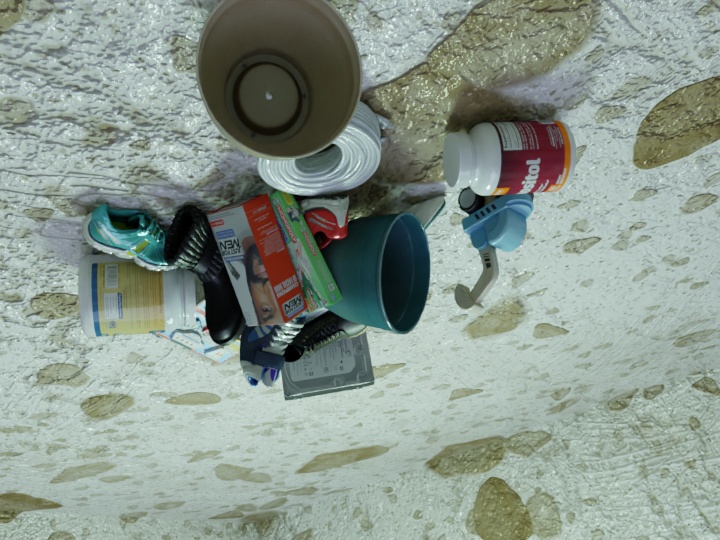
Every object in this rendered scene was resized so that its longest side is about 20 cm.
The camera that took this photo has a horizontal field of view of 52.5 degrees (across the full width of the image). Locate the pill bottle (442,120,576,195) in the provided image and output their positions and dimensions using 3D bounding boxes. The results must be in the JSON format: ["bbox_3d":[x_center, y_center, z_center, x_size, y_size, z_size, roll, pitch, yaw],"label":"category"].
[{"bbox_3d":[0.237,-0.180,1.175,0.194,0.116,0.114,-4,152,-12],"label":"pill bottle"}]

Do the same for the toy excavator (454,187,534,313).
[{"bbox_3d":[0.236,-0.049,1.323,0.192,0.205,0.099,-31,146,34],"label":"toy excavator"}]

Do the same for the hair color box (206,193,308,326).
[{"bbox_3d":[-0.172,-0.014,1.214,0.109,0.205,0.063,-7,-162,45],"label":"hair color box"}]

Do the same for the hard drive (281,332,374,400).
[{"bbox_3d":[-0.075,0.190,1.555,0.194,0.143,0.038,-7,156,-6],"label":"hard drive"}]

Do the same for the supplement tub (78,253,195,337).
[{"bbox_3d":[-0.398,0.041,1.314,0.194,0.148,0.146,-2,152,-15],"label":"supplement tub"}]

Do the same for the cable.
[{"bbox_3d":[-0.065,-0.186,1.100,0.197,0.071,0.198,-28,148,29],"label":"cable"}]

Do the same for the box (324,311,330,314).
[{"bbox_3d":[-0.105,0.077,1.570,0.194,0.081,0.142,-14,150,6],"label":"box"}]

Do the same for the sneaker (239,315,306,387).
[{"bbox_3d":[-0.149,0.136,1.340,0.198,0.150,0.079,-29,148,35],"label":"sneaker"}]

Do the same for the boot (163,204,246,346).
[{"bbox_3d":[-0.266,0.011,1.250,0.077,0.218,0.157,-10,161,24],"label":"boot"}]

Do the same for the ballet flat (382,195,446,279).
[{"bbox_3d":[0.077,-0.069,1.352,0.069,0.070,0.201,20,115,-45],"label":"ballet flat"}]

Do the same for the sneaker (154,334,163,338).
[{"bbox_3d":[-0.411,0.085,1.456,0.196,0.088,0.077,13,144,-38],"label":"sneaker"}]

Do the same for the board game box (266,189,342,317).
[{"bbox_3d":[-0.119,-0.025,1.226,0.029,0.204,0.133,-29,-174,-39],"label":"board game box"}]

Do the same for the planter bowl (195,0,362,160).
[{"bbox_3d":[-0.108,-0.229,0.901,0.194,0.207,0.134,-2,179,-16],"label":"planter bowl"}]

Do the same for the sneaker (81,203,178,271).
[{"bbox_3d":[-0.365,-0.057,1.229,0.197,0.079,0.079,16,134,-41],"label":"sneaker"}]

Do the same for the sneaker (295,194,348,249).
[{"bbox_3d":[-0.084,-0.077,1.223,0.075,0.088,0.198,-7,-177,-29],"label":"sneaker"}]

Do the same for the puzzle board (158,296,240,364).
[{"bbox_3d":[-0.294,0.127,1.483,0.149,0.018,0.199,-32,142,16],"label":"puzzle board"}]

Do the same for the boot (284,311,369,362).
[{"bbox_3d":[-0.063,0.124,1.434,0.197,0.079,0.138,-30,-177,30],"label":"boot"}]

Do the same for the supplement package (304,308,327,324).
[{"bbox_3d":[-0.150,0.015,1.397,0.112,0.112,0.197,-30,148,33],"label":"supplement package"}]

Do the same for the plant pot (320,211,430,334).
[{"bbox_3d":[0.000,0.000,1.270,0.183,0.206,0.200,3,161,29],"label":"plant pot"}]
